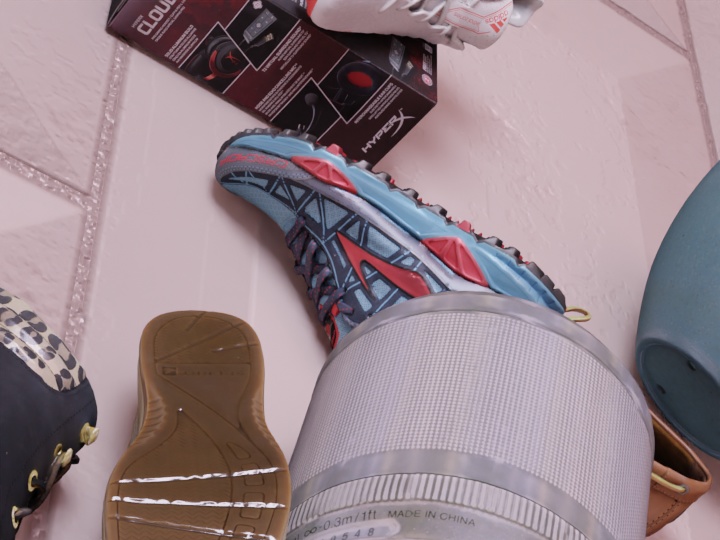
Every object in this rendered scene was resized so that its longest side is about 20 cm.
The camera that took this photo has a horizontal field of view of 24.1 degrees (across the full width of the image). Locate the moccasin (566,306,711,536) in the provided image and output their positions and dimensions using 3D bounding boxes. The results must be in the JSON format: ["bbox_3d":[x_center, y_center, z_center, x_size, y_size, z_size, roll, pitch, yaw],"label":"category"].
[{"bbox_3d":[0.108,0.058,0.919,0.202,0.078,0.074,49,35,4],"label":"moccasin"}]

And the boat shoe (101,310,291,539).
[{"bbox_3d":[-0.068,0.093,0.684,0.072,0.065,0.200,4,30,-8],"label":"boat shoe"}]

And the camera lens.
[{"bbox_3d":[0.040,0.119,0.717,0.160,0.160,0.200,37,36,-13],"label":"camera lens"}]

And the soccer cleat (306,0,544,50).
[{"bbox_3d":[0.040,-0.157,0.942,0.085,0.069,0.200,48,31,8],"label":"soccer cleat"}]

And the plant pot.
[{"bbox_3d":[0.244,0.038,1.012,0.135,0.200,0.200,-36,82,-18],"label":"plant pot"}]

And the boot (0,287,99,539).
[{"bbox_3d":[-0.134,0.101,0.632,0.204,0.073,0.154,49,32,2],"label":"boot"}]

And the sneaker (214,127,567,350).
[{"bbox_3d":[0.000,0.000,0.860,0.199,0.096,0.079,30,-7,14],"label":"sneaker"}]

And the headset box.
[{"bbox_3d":[-0.054,-0.168,0.975,0.199,0.075,0.149,29,39,-23],"label":"headset box"}]
